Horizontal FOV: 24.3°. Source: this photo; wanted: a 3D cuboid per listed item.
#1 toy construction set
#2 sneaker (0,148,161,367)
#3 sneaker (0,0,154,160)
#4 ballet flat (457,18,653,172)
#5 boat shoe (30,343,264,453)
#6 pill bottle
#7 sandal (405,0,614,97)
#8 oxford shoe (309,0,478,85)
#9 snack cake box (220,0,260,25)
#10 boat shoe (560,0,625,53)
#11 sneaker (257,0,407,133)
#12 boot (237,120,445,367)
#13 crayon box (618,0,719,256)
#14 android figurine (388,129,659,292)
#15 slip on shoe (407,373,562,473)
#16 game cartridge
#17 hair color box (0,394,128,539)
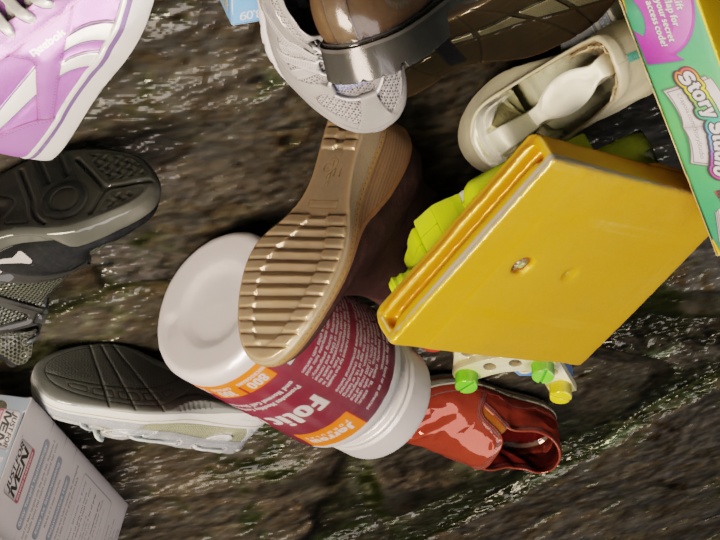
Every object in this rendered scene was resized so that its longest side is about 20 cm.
[{"bbox_3d":[0.108,0.019,1.271,0.131,0.092,0.200,4,127,2],"label":"toy construction set"},{"bbox_3d":[-0.212,-0.006,1.093,0.199,0.076,0.114,-25,141,3],"label":"sneaker"},{"bbox_3d":[-0.193,-0.148,0.959,0.114,0.073,0.200,14,125,-34],"label":"sneaker"},{"bbox_3d":[0.120,-0.108,1.117,0.069,0.070,0.200,9,153,-34],"label":"ballet flat"},{"bbox_3d":[-0.156,0.103,1.237,0.202,0.074,0.065,7,125,-42],"label":"boat shoe"},{"bbox_3d":[-0.043,0.062,1.219,0.114,0.114,0.200,-40,137,15],"label":"pill bottle"},{"bbox_3d":[0.068,-0.167,1.093,0.200,0.055,0.082,-22,151,18],"label":"sandal"},{"bbox_3d":[0.031,-0.176,0.887,0.073,0.200,0.084,-8,115,28],"label":"oxford shoe"},{"bbox_3d":[0.009,-0.224,0.987,0.200,0.067,0.115,-13,137,-15],"label":"snack cake box"},{"bbox_3d":[0.222,-0.159,1.175,0.201,0.070,0.072,2,156,-37],"label":"boat shoe"},{"bbox_3d":[-0.021,-0.136,0.949,0.075,0.082,0.200,-29,140,4],"label":"sneaker"},{"bbox_3d":[0.000,0.000,1.141,0.166,0.072,0.200,48,59,-54],"label":"boot"},{"bbox_3d":[0.254,-0.140,1.086,0.173,0.058,0.200,-50,125,-38],"label":"crayon box"},{"bbox_3d":[0.115,-0.023,1.147,0.200,0.041,0.182,-26,147,1],"label":"android figurine"},{"bbox_3d":[0.093,0.134,1.407,0.200,0.061,0.074,13,127,-35],"label":"slip on shoe"},{"bbox_3d":[0.133,-0.008,1.119,0.200,0.032,0.176,8,132,-44],"label":"game cartridge"},{"bbox_3d":[-0.242,0.175,1.215,0.061,0.099,0.200,6,152,17],"label":"hair color box"}]
